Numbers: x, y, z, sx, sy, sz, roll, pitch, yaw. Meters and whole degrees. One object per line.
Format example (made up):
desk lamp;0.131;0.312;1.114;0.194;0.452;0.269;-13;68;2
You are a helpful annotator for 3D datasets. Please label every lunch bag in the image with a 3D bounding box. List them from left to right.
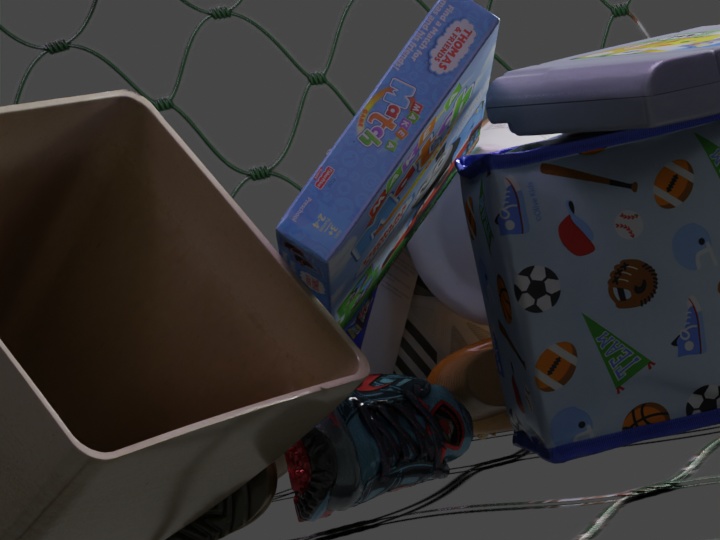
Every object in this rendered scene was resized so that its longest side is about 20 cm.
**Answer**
lunch bag;0.167;-0.002;1.205;0.199;0.171;0.124;-14;6;-7

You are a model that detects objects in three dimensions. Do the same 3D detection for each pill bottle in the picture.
pill bottle;0.116;-0.051;1.383;0.114;0.115;0.200;-13;14;30

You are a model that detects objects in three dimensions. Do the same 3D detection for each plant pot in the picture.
plant pot;-0.155;0.053;1.078;0.200;0.200;0.177;-15;-32;-51

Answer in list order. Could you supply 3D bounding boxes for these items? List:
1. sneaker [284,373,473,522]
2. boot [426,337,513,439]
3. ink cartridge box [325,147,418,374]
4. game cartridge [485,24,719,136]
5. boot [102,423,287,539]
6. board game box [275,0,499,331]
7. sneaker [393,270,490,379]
sneaker;0.010;0.081;1.191;0.095;0.080;0.200;-10;2;6
boot;0.130;0.057;1.335;0.200;0.071;0.144;-9;-6;-14
ink cartridge box;0.000;0.000;1.347;0.039;0.201;0.099;11;-11;26
game cartridge;0.179;-0.105;1.180;0.200;0.041;0.133;-17;15;-41
boot;-0.084;0.109;1.258;0.175;0.066;0.200;-12;-1;26
board game box;0.013;-0.047;1.178;0.152;0.037;0.200;-55;-9;-11
sneaker;0.094;0.062;1.442;0.200;0.116;0.076;22;4;-15
